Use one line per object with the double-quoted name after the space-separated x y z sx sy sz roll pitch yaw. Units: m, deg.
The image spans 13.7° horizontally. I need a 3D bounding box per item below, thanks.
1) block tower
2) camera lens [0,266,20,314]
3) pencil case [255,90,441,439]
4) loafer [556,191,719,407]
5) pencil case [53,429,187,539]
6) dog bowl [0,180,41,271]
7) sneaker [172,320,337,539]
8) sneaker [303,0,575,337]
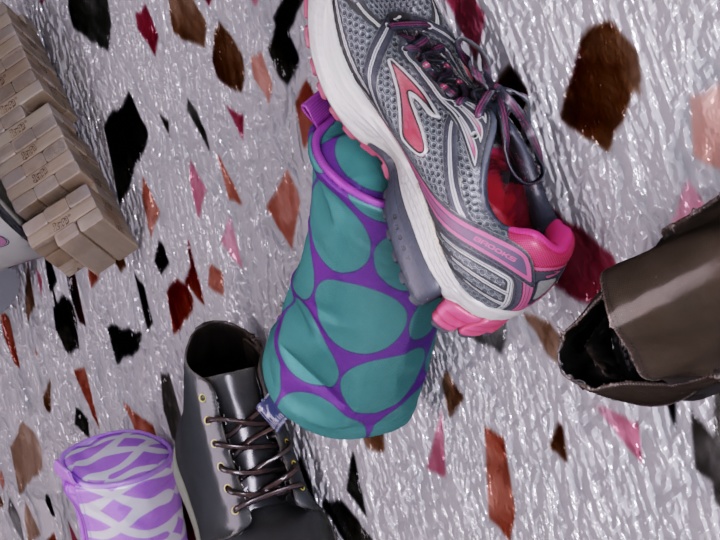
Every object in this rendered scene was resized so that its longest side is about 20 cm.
-0.216 -0.088 1.985 0.200 0.054 0.058 63 -170 31 "block tower"
-0.351 -0.055 2.219 0.200 0.160 0.160 66 156 22 "camera lens"
0.000 0.000 1.498 0.092 0.085 0.200 37 143 18 "pencil case"
0.136 0.017 1.197 0.200 0.071 0.073 128 125 -63 "loafer"
-0.156 0.207 2.009 0.084 0.085 0.200 32 131 58 "pencil case"
-0.281 -0.080 2.014 0.200 0.074 0.200 56 -170 -15 "dog bowl"
-0.064 0.122 1.742 0.200 0.075 0.106 -127 29 -46 "sneaker"
0.042 -0.073 1.380 0.075 0.081 0.200 -36 73 44 "sneaker"
